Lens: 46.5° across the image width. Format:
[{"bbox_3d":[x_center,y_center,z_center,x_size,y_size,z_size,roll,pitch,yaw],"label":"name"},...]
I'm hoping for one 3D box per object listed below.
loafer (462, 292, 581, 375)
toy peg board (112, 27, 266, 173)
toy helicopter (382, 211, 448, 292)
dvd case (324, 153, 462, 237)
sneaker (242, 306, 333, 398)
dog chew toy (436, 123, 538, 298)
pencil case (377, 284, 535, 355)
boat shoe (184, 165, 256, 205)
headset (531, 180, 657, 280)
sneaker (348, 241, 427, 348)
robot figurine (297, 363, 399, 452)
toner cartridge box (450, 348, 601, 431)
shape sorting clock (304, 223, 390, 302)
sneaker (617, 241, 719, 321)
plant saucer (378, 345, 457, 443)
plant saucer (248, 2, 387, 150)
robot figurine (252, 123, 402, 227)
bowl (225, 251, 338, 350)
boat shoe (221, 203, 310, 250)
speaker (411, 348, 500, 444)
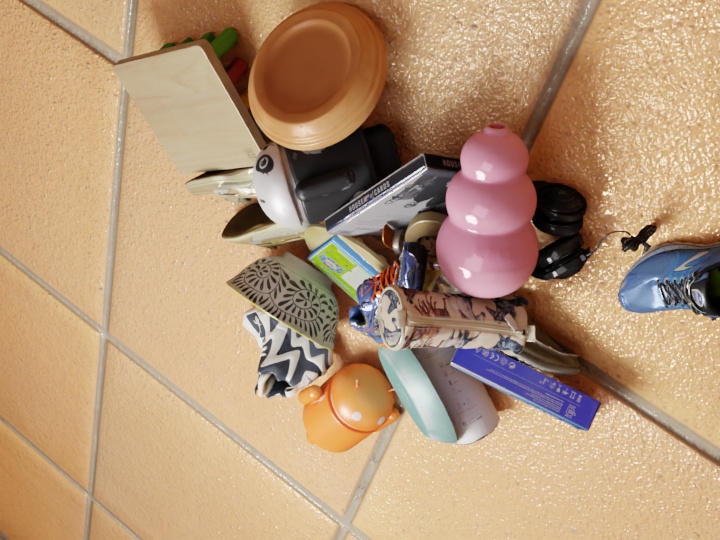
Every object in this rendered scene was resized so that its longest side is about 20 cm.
[{"bbox_3d":[0.211,0.083,1.133,0.198,0.075,0.070,24,87,4],"label":"loafer"},{"bbox_3d":[-0.232,-0.262,1.263,0.198,0.098,0.200,1,133,38],"label":"toy peg board"},{"bbox_3d":[0.088,-0.012,1.163,0.131,0.080,0.201,16,145,3],"label":"toy helicopter"},{"bbox_3d":[0.069,-0.091,1.090,0.199,0.149,0.025,-28,68,44],"label":"dvd case"},{"bbox_3d":[-0.155,0.146,1.405,0.198,0.130,0.080,30,148,27],"label":"sneaker"},{"bbox_3d":[0.153,-0.071,0.985,0.123,0.124,0.202,17,121,28],"label":"dog chew toy"},{"bbox_3d":[0.114,0.062,1.027,0.089,0.198,0.079,-14,72,63],"label":"pencil case"},{"bbox_3d":[-0.195,-0.133,1.319,0.198,0.072,0.066,-5,113,33],"label":"boat shoe"},{"bbox_3d":[0.257,-0.050,1.034,0.199,0.093,0.125,16,125,49],"label":"headset"},{"bbox_3d":[0.034,0.034,1.108,0.077,0.076,0.201,16,137,-7],"label":"sneaker"},{"bbox_3d":[-0.023,0.227,1.380,0.144,0.116,0.200,48,135,3],"label":"robot figurine"},{"bbox_3d":[0.220,0.153,1.139,0.198,0.044,0.095,26,173,10],"label":"toner cartridge box"},{"bbox_3d":[0.000,0.000,1.226,0.199,0.039,0.201,31,157,14],"label":"shape sorting clock"},{"bbox_3d":[0.379,0.011,0.949,0.199,0.089,0.079,-22,102,44],"label":"sneaker"},{"bbox_3d":[0.077,0.177,1.246,0.201,0.036,0.200,60,173,12],"label":"plant saucer"},{"bbox_3d":[-0.062,-0.254,1.070,0.198,0.037,0.203,-6,74,23],"label":"plant saucer"},{"bbox_3d":[-0.047,-0.135,1.126,0.150,0.198,0.126,75,178,-71],"label":"robot figurine"},{"bbox_3d":[-0.103,0.033,1.311,0.199,0.095,0.201,33,178,1],"label":"bowl"},{"bbox_3d":[-0.144,-0.064,1.320,0.199,0.075,0.066,-6,139,47],"label":"boat shoe"},{"bbox_3d":[0.130,0.152,1.240,0.081,0.081,0.202,-17,106,43],"label":"speaker"}]
